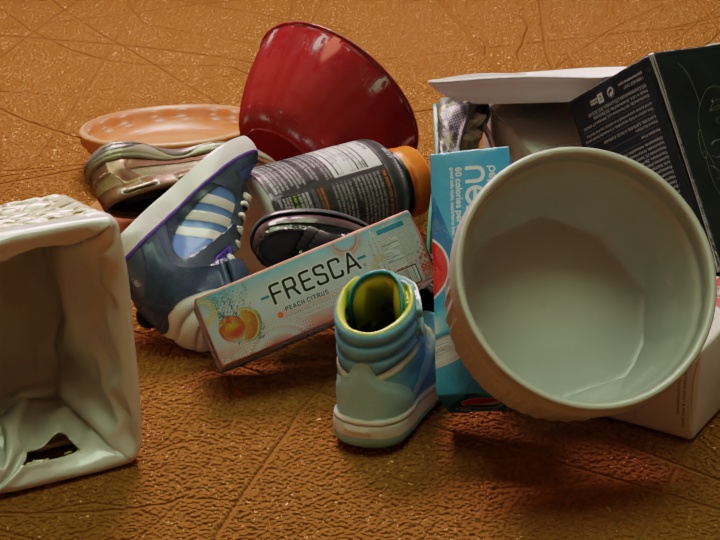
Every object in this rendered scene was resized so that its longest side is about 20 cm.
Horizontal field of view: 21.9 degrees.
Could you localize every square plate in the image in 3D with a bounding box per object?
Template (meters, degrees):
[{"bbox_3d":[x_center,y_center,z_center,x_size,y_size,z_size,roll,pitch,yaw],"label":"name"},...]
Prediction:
[{"bbox_3d":[0.197,-0.180,1.804,0.197,0.029,0.199,3,9,34],"label":"square plate"}]

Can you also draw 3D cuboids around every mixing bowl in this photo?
[{"bbox_3d":[-0.051,-0.145,1.912,0.199,0.201,0.109,16,54,34],"label":"mixing bowl"}]

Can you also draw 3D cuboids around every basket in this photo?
[{"bbox_3d":[-0.256,0.050,1.439,0.135,0.202,0.123,-12,19,-24],"label":"basket"}]

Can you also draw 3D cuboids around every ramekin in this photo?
[{"bbox_3d":[0.156,0.018,1.392,0.198,0.202,0.105,-6,-15,-12],"label":"ramekin"}]

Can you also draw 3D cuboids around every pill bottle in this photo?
[{"bbox_3d":[-0.026,-0.065,1.795,0.199,0.107,0.106,-17,28,-32],"label":"pill bottle"}]

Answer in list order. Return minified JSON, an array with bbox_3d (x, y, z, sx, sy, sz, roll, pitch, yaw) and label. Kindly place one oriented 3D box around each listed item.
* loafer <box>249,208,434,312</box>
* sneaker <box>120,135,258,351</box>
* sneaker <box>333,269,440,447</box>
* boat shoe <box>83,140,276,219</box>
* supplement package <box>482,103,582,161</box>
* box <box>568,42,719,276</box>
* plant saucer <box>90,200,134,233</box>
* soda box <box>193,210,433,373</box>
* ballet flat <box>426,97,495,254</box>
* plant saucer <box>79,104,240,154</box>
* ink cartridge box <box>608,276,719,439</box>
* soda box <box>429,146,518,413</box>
[{"bbox_3d":[0.000,0.000,1.636,0.198,0.072,0.063,17,25,-19],"label":"loafer"},{"bbox_3d":[-0.123,-0.014,1.665,0.200,0.147,0.081,-44,1,-36],"label":"sneaker"},{"bbox_3d":[0.034,0.046,1.510,0.079,0.132,0.200,5,23,16],"label":"sneaker"},{"bbox_3d":[-0.168,-0.077,1.799,0.198,0.076,0.072,-2,55,-24],"label":"boat shoe"},{"bbox_3d":[0.200,-0.085,1.815,0.116,0.118,0.200,-6,24,-12],"label":"supplement package"},{"bbox_3d":[0.319,-0.091,1.666,0.199,0.198,0.124,-11,-11,-36],"label":"box"},{"bbox_3d":[-0.184,-0.057,1.870,0.198,0.038,0.200,0,24,0],"label":"plant saucer"},{"bbox_3d":[-0.039,0.018,1.569,0.199,0.064,0.068,-22,-6,-9],"label":"soda box"},{"bbox_3d":[0.100,-0.087,1.794,0.073,0.074,0.201,1,59,4],"label":"ballet flat"},{"bbox_3d":[-0.205,-0.143,2.026,0.198,0.038,0.200,-3,18,1],"label":"plant saucer"},{"bbox_3d":[0.213,0.053,1.543,0.199,0.086,0.145,15,29,29],"label":"ink cartridge box"},{"bbox_3d":[0.094,0.008,1.483,0.067,0.202,0.064,-4,-18,11],"label":"soda box"}]
